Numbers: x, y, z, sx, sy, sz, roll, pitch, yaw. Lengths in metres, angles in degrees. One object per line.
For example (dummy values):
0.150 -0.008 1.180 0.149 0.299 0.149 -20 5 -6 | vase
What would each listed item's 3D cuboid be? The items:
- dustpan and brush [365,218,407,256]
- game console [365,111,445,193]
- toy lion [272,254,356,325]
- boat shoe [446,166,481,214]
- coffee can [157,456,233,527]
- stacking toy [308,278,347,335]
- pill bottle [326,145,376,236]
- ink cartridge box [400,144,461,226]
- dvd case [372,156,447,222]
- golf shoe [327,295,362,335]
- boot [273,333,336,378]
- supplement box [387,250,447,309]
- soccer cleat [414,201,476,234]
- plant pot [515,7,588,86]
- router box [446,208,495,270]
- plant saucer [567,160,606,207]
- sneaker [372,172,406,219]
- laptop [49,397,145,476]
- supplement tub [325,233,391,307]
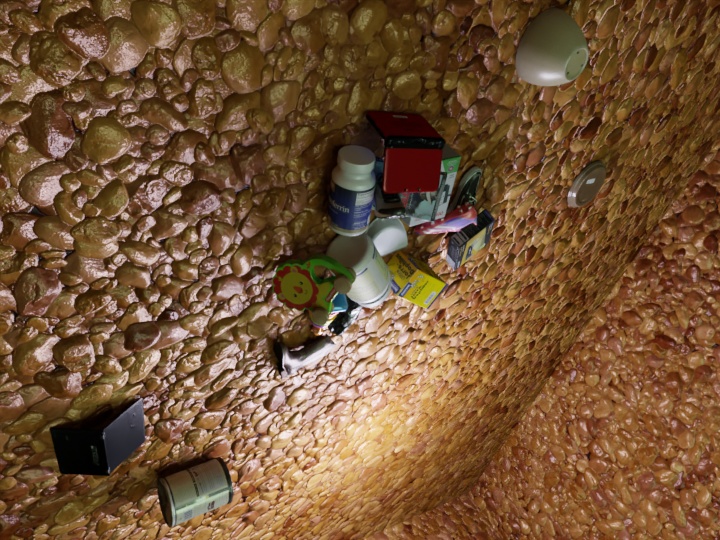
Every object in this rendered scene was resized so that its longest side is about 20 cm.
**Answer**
0.067 -0.130 1.653 0.136 0.058 0.202 -20 146 -10 | dustpan and brush
0.107 -0.296 1.438 0.196 0.174 0.120 -8 140 -39 | game console
-0.134 0.035 1.517 0.201 0.190 0.069 -52 -175 32 | toy lion
0.333 -0.222 1.796 0.069 0.064 0.203 -3 127 -41 | boat shoe
-0.517 0.690 1.804 0.196 0.147 0.149 -10 132 -36 | coffee can
-0.113 0.128 1.697 0.113 0.111 0.202 -8 143 -19 | stacking toy
-0.021 -0.199 1.445 0.114 0.116 0.204 -17 135 -30 | pill bottle
0.186 -0.240 1.625 0.144 0.083 0.204 -18 136 -30 | ink cartridge box
0.121 -0.214 1.544 0.194 0.022 0.149 11 127 -3 | dvd case
-0.028 0.107 1.782 0.201 0.077 0.094 -52 167 5 | golf shoe
-0.165 0.236 1.767 0.196 0.065 0.188 -24 152 -20 | boot
0.171 0.031 1.848 0.110 0.109 0.198 -52 143 12 | supplement box
0.263 -0.140 1.761 0.196 0.067 0.078 -22 120 5 | soccer cleat
0.544 -0.592 1.583 0.197 0.135 0.203 -25 140 -23 | plant pot
0.361 -0.098 1.904 0.156 0.052 0.201 -38 161 -8 | router box
0.884 -0.329 2.240 0.197 0.030 0.203 -24 139 -23 | plant saucer
0.065 -0.184 1.441 0.072 0.201 0.081 -5 118 -10 | sneaker
-0.684 0.436 1.520 0.194 0.117 0.191 5 127 -10 | laptop
0.000 0.000 1.622 0.144 0.145 0.201 -39 140 -5 | supplement tub
